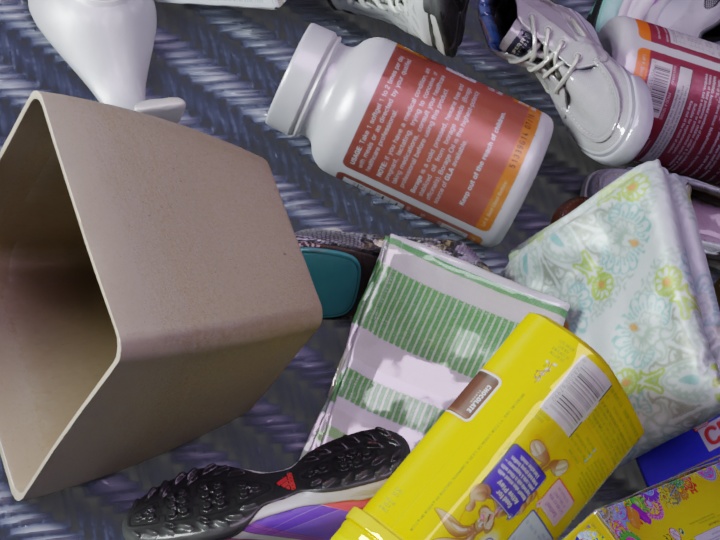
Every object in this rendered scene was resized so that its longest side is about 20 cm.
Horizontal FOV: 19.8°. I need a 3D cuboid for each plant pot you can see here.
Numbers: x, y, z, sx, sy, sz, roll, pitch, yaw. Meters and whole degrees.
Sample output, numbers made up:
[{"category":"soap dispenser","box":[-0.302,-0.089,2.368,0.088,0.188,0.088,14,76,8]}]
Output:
[{"category":"plant pot","box":[-0.145,0.016,1.387,0.177,0.200,0.200,-3,59,-34]}]

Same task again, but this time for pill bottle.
[{"category":"pill bottle","box":[0.035,-0.107,1.560,0.200,0.112,0.112,25,54,-2]},{"category":"pill bottle","box":[0.279,-0.125,1.652,0.200,0.110,0.110,16,55,-11]}]

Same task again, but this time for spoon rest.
[{"category":"spoon rest","box":[-0.188,-0.169,1.570,0.099,0.061,0.200,-8,49,-24]}]

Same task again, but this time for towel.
[{"category":"towel","box":[0.177,0.041,1.480,0.048,0.171,0.200,16,52,-38]},{"category":"towel","box":[0.053,0.090,1.455,0.152,0.023,0.200,21,75,-5]}]

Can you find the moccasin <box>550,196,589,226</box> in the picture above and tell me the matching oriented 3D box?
[{"category":"moccasin","box":[0.217,0.023,1.558,0.074,0.078,0.202,-21,67,-28]}]

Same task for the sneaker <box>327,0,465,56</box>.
[{"category":"sneaker","box":[0.024,-0.210,1.590,0.115,0.200,0.076,11,93,3]}]

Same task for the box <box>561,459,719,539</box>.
[{"category":"box","box":[0.168,0.233,1.298,0.200,0.193,0.122,-10,59,-54]}]

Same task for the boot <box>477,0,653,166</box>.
[{"category":"boot","box":[0.146,-0.152,1.567,0.095,0.074,0.200,22,21,-27]}]

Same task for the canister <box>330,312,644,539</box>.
[{"category":"canister","box":[0.088,0.141,1.358,0.087,0.149,0.200,34,78,34]}]

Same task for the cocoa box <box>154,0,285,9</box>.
[{"category":"cocoa box","box":[-0.081,-0.314,1.613,0.133,0.131,0.200,9,45,37]}]

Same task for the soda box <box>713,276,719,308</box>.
[{"category":"soda box","box":[0.330,0.094,1.559,0.068,0.064,0.200,-11,63,-23]}]

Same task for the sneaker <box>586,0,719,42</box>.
[{"category":"sneaker","box":[0.272,-0.240,1.751,0.140,0.078,0.200,22,64,-6]}]

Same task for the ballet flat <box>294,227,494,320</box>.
[{"category":"ballet flat","box":[0.000,0.000,1.519,0.200,0.072,0.072,6,57,-15]}]

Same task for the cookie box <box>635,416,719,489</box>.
[{"category":"cookie box","box":[0.307,0.181,1.443,0.171,0.075,0.200,-24,64,10]}]

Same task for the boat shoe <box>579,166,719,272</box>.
[{"category":"boat shoe","box":[0.272,-0.040,1.624,0.202,0.065,0.075,22,54,-3]}]

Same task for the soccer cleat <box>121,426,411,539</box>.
[{"category":"soccer cleat","box":[-0.058,0.165,1.384,0.200,0.073,0.068,-15,37,-3]}]
